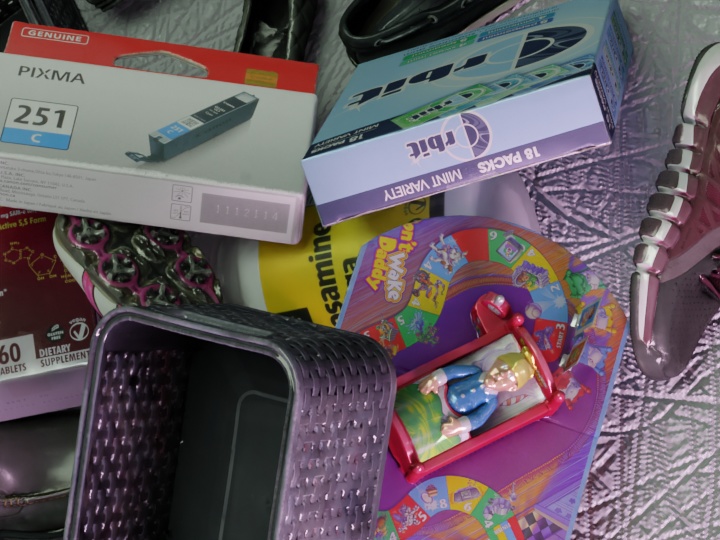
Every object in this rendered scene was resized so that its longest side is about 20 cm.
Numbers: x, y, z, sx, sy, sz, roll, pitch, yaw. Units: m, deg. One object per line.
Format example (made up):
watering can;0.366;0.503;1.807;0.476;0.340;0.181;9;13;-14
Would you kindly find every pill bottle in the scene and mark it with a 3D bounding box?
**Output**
pill bottle;0.000;0.000;1.466;0.199;0.112;0.113;-12;64;26

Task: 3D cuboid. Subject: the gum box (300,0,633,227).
gum box;0.066;-0.097;1.422;0.169;0.200;0.045;-15;107;15

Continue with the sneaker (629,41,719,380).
sneaker;0.224;-0.029;1.377;0.115;0.076;0.201;11;79;24

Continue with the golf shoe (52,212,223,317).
golf shoe;-0.107;0.040;1.430;0.200;0.073;0.092;41;136;7

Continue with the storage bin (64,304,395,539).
storage bin;-0.072;0.125;1.291;0.135;0.094;0.201;12;96;33

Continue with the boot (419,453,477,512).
boot;0.053;0.150;1.377;0.075;0.107;0.201;-14;65;22

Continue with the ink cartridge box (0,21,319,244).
ink cartridge box;-0.125;-0.098;1.459;0.199;0.045;0.177;7;42;-2

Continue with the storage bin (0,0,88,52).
storage bin;-0.283;-0.117;1.691;0.200;0.094;0.136;-35;56;11

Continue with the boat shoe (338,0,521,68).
boat shoe;0.064;-0.200;1.544;0.199;0.066;0.075;-38;55;10

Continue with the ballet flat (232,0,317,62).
ballet flat;-0.070;-0.115;1.590;0.066;0.057;0.201;-3;68;30

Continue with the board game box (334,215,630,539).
board game box;0.059;0.060;1.332;0.157;0.039;0.201;19;72;-2

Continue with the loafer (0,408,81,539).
loafer;-0.211;0.122;1.491;0.199;0.072;0.073;-21;52;9

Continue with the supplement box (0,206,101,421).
supplement box;-0.215;-0.013;1.492;0.108;0.061;0.201;-11;64;0

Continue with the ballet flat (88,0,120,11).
ballet flat;-0.119;-0.250;1.658;0.200;0.057;0.067;-36;12;15
